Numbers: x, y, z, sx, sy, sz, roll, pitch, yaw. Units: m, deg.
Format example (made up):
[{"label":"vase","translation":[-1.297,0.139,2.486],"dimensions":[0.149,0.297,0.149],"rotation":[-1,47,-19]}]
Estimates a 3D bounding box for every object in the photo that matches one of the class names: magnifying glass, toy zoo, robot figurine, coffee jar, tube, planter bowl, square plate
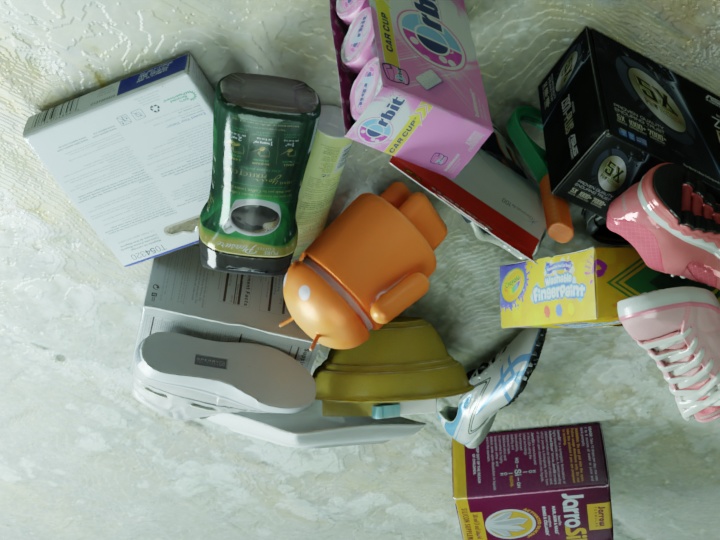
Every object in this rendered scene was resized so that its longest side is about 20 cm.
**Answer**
[{"label":"magnifying glass","translation":[0.180,-0.094,1.213],"dimensions":[0.079,0.201,0.022],"rotation":[26,122,-18]},{"label":"toy zoo","translation":[0.025,0.149,1.487],"dimensions":[0.129,0.200,0.021],"rotation":[-2,91,4]},{"label":"robot figurine","translation":[0.001,0.000,1.335],"dimensions":[0.144,0.200,0.117],"rotation":[43,171,13]},{"label":"coffee jar","translation":[-0.104,-0.089,1.262],"dimensions":[0.103,0.086,0.202],"rotation":[6,123,-11]},{"label":"tube","translation":[-0.054,-0.082,1.339],"dimensions":[0.057,0.052,0.201],"rotation":[14,134,-6]},{"label":"planter bowl","translation":[0.031,0.097,1.460],"dimensions":[0.198,0.200,0.085],"rotation":[-1,92,4]},{"label":"square plate","translation":[-0.060,0.175,1.464],"dimensions":[0.198,0.029,0.197],"rotation":[2,-177,-41]}]

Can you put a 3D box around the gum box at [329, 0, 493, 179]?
[{"label":"gum box","translation":[0.041,-0.189,1.133],"dimensions":[0.112,0.202,0.066],"rotation":[19,133,-26]}]

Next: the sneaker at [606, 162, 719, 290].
[{"label":"sneaker","translation":[0.304,-0.023,1.155],"dimensions":[0.199,0.074,0.086],"rotation":[34,142,-24]}]

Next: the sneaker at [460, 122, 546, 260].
[{"label":"sneaker","translation":[0.129,-0.091,1.306],"dimensions":[0.078,0.080,0.200],"rotation":[-32,124,30]}]

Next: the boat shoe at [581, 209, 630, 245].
[{"label":"boat shoe","translation":[0.331,-0.047,1.349],"dimensions":[0.197,0.068,0.072],"rotation":[9,133,-8]}]

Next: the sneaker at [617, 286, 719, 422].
[{"label":"sneaker","translation":[0.305,0.081,1.168],"dimensions":[0.075,0.106,0.199],"rotation":[-18,157,33]}]

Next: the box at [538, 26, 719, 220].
[{"label":"box","translation":[0.279,-0.115,1.215],"dimensions":[0.198,0.165,0.086],"rotation":[24,131,-19]}]

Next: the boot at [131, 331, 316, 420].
[{"label":"boot","translation":[-0.152,0.127,1.390],"dimensions":[0.198,0.074,0.096],"rotation":[16,143,-7]}]

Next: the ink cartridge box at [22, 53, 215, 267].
[{"label":"ink cartridge box","translation":[-0.214,-0.109,1.325],"dimensions":[0.194,0.044,0.201],"rotation":[-18,133,16]}]

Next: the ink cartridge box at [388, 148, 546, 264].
[{"label":"ink cartridge box","translation":[0.105,-0.082,1.173],"dimensions":[0.159,0.200,0.048],"rotation":[34,101,-2]}]

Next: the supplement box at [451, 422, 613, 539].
[{"label":"supplement box","translation":[0.223,0.284,1.651],"dimensions":[0.197,0.104,0.132],"rotation":[-7,133,9]}]

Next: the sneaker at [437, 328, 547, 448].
[{"label":"sneaker","translation":[0.158,0.134,1.535],"dimensions":[0.072,0.072,0.201],"rotation":[36,123,5]}]

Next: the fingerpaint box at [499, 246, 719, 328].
[{"label":"fingerpaint box","translation":[0.260,0.022,1.313],"dimensions":[0.165,0.074,0.200],"rotation":[0,175,-22]}]

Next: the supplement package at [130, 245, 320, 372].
[{"label":"supplement package","translation":[-0.148,0.058,1.438],"dimensions":[0.198,0.110,0.114],"rotation":[13,134,-10]}]
